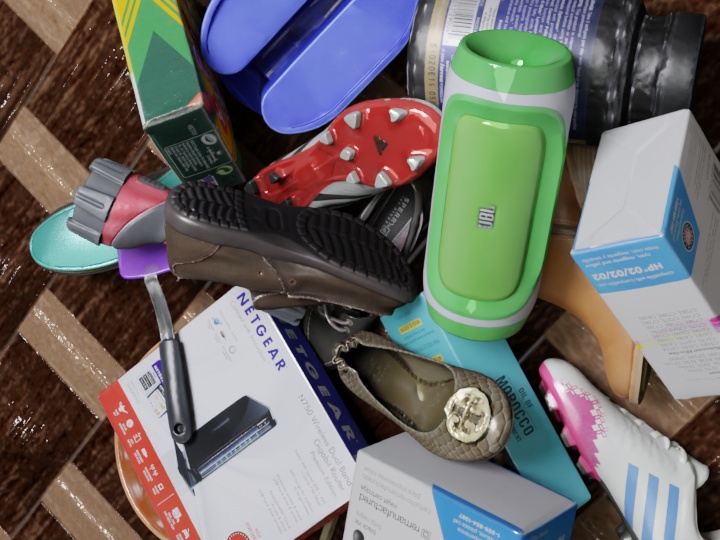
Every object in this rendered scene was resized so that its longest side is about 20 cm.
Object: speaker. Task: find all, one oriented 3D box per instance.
[{"bbox_3d":[0.091,-0.054,0.683,0.087,0.089,0.202,15,123,17],"label":"speaker"}]

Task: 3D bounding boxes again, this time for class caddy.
[{"bbox_3d":[-0.036,-0.204,0.790,0.200,0.105,0.141,-42,104,17],"label":"caddy"}]

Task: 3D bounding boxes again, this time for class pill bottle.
[{"bbox_3d":[0.141,-0.151,0.726,0.197,0.112,0.113,11,101,19],"label":"pill bottle"}]

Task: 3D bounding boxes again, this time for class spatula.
[{"bbox_3d":[-0.163,0.043,0.830,0.056,0.021,0.203,-12,89,8],"label":"spatula"}]

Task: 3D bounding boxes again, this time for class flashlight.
[{"bbox_3d":[-0.129,-0.019,0.795,0.198,0.068,0.068,27,150,-4],"label":"flashlight"}]

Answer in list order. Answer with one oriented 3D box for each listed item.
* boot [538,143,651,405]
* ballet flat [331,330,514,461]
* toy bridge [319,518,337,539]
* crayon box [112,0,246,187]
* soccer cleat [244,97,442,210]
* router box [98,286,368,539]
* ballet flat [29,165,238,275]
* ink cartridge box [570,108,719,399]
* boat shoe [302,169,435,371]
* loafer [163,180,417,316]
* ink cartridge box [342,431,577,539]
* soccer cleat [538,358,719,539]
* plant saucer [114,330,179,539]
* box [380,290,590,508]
[{"bbox_3d":[0.145,0.005,0.772,0.153,0.074,0.203,-6,86,21],"label":"boot"},{"bbox_3d":[0.037,0.086,0.751,0.199,0.046,0.068,25,85,54],"label":"ballet flat"},{"bbox_3d":[-0.072,0.245,0.906,0.200,0.027,0.067,-43,83,19],"label":"toy bridge"},{"bbox_3d":[-0.150,-0.174,0.797,0.050,0.127,0.202,-19,68,1],"label":"crayon box"},{"bbox_3d":[-0.005,-0.087,0.783,0.199,0.085,0.069,-23,95,39],"label":"soccer cleat"},{"bbox_3d":[-0.103,0.139,0.841,0.179,0.049,0.201,-37,73,15],"label":"router box"},{"bbox_3d":[-0.191,-0.045,0.882,0.198,0.068,0.069,-20,87,12],"label":"ballet flat"},{"bbox_3d":[0.228,0.006,0.686,0.067,0.116,0.200,-13,131,41],"label":"ink cartridge box"},{"bbox_3d":[0.000,0.000,0.829,0.067,0.057,0.201,34,107,12],"label":"boat shoe"},{"bbox_3d":[-0.054,-0.007,0.747,0.198,0.073,0.071,18,125,-13],"label":"loafer"},{"bbox_3d":[0.059,0.240,0.733,0.145,0.084,0.203,19,107,36],"label":"ink cartridge box"},{"bbox_3d":[0.212,0.144,0.774,0.086,0.070,0.202,-30,89,6],"label":"soccer cleat"},{"bbox_3d":[-0.128,0.149,0.894,0.198,0.032,0.203,-2,85,21],"label":"plant saucer"},{"bbox_3d":[0.095,0.106,0.793,0.202,0.049,0.082,61,152,3],"label":"box"}]
